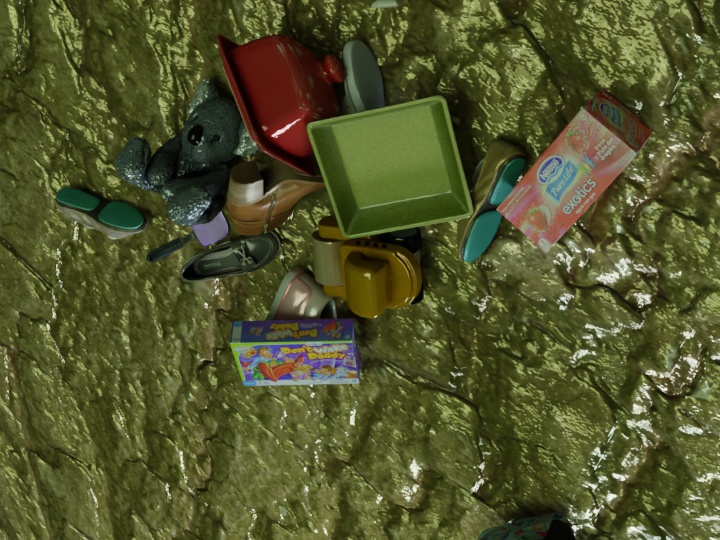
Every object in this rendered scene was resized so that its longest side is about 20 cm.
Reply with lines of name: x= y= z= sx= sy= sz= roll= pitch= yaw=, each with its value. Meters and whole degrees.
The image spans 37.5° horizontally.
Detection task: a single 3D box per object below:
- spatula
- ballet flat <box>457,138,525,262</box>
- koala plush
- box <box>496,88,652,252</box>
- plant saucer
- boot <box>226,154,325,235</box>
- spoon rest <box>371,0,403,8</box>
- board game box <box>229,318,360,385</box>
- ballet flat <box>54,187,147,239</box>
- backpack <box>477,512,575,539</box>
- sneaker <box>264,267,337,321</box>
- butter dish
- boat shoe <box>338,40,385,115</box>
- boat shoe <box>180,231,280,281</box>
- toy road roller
spatula: x=-0.310 y=-0.053 z=1.872 sx=0.200 sy=0.021 sz=0.057 roll=-24 pitch=95 yaw=36
ballet flat: x=0.183 y=-0.105 z=1.563 sx=0.063 sy=0.069 sz=0.200 roll=49 pitch=129 yaw=35
koala plush: x=-0.253 y=-0.195 z=1.708 sx=0.177 sy=0.184 sz=0.200 roll=38 pitch=105 yaw=15
box: x=0.292 y=-0.136 z=1.454 sx=0.095 sy=0.103 sz=0.200 roll=42 pitch=127 yaw=5
plant saucer: x=0.046 y=-0.154 z=1.523 sx=0.200 sy=0.048 sz=0.200 roll=-10 pitch=124 yaw=13
boot: x=-0.114 y=-0.117 z=1.692 sx=0.155 sy=0.200 sz=0.077 roll=97 pitch=155 yaw=-59
spoon rest: x=0.040 y=-0.465 z=1.466 sx=0.099 sy=0.061 sz=0.200 roll=4 pitch=102 yaw=26
board game box: x=-0.106 y=0.137 z=1.762 sx=0.200 sy=0.045 sz=0.135 roll=-2 pitch=143 yaw=5
ballet flat: x=-0.462 y=-0.095 z=1.917 sx=0.200 sy=0.068 sz=0.067 roll=23 pitch=142 yaw=23
backpack: x=0.273 y=0.498 z=1.744 sx=0.200 sy=0.151 sz=0.178 roll=-20 pitch=100 yaw=27
sneaker: x=-0.106 y=0.102 z=1.802 sx=0.105 sy=0.075 sz=0.200 roll=33 pitch=121 yaw=17
butter dish: x=-0.090 y=-0.261 z=1.538 sx=0.148 sy=0.200 sz=0.200 roll=-28 pitch=73 yaw=17
boat shoe: x=-0.002 y=-0.241 z=1.585 sx=0.070 sy=0.071 sz=0.200 roll=-4 pitch=113 yaw=37
boat shoe: x=-0.224 y=-0.017 z=1.820 sx=0.200 sy=0.057 sz=0.067 roll=-16 pitch=105 yaw=34
toy road roller: x=0.000 y=0.000 z=1.651 sx=0.200 sy=0.146 sz=0.123 roll=8 pitch=117 yaw=25
